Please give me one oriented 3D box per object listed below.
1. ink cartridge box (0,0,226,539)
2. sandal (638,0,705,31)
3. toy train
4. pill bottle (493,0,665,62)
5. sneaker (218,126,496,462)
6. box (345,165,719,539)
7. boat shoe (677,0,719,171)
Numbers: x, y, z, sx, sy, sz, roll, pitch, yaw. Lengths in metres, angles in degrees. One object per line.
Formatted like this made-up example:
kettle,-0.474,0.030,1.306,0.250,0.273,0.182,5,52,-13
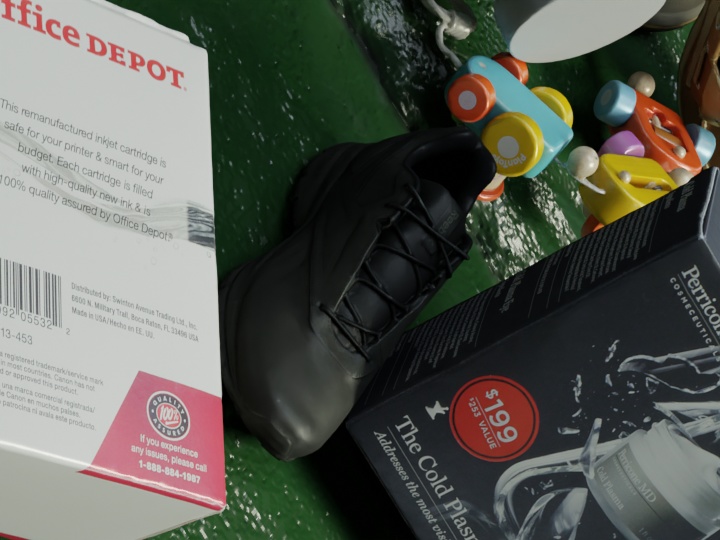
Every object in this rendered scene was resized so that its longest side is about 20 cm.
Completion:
ink cartridge box,-0.132,-0.006,1.154,0.144,0.084,0.201,20,58,-44
sandal,0.138,-0.182,1.606,0.199,0.054,0.081,15,60,-46
toy train,0.102,-0.064,1.507,0.199,0.056,0.151,24,28,-31
pill bottle,0.081,-0.211,1.484,0.112,0.112,0.201,4,61,-50
sneaker,0.000,0.000,1.311,0.076,0.090,0.201,49,41,-25
box,0.125,0.090,1.322,0.201,0.181,0.104,57,18,-11
boat shoe,0.205,-0.104,1.564,0.201,0.075,0.074,88,7,-47
